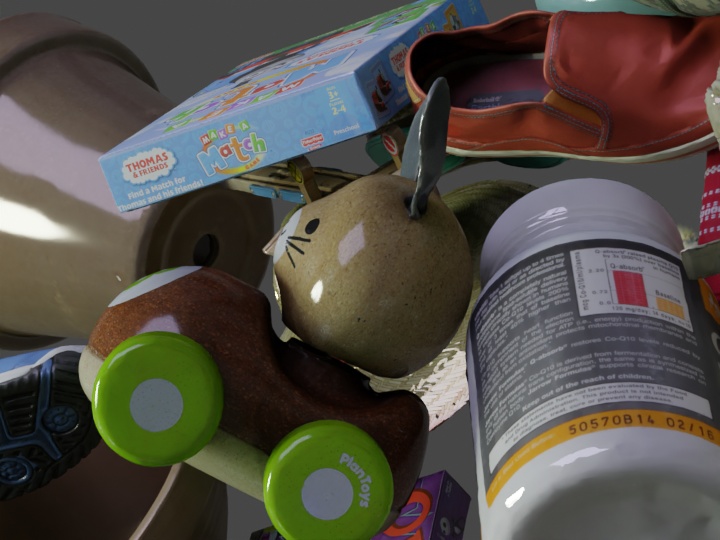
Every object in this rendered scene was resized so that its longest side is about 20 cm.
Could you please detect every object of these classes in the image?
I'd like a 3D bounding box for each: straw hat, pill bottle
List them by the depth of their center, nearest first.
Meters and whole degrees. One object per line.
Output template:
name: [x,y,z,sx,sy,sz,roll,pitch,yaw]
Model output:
pill bottle: [0.103,0.055,1.005,0.116,0.116,0.200,-30,32,20]
straw hat: [0.000,0.000,1.228,0.201,0.085,0.201,-29,32,20]

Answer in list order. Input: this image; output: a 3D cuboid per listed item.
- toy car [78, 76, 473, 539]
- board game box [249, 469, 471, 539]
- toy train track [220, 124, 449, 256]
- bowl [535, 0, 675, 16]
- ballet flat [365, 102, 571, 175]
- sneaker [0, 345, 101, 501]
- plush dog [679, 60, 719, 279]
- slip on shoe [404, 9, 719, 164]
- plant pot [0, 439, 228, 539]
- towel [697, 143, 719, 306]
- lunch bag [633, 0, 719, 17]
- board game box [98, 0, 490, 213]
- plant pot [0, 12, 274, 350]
toy car: [-0.016,0.003,1.042,0.200,0.158,0.164,-62,4,2]
board game box: [-0.019,0.186,1.068,0.120,0.032,0.200,-18,37,28]
toy train track: [-0.024,-0.053,1.218,0.115,0.033,0.200,-33,20,-22]
bowl: [0.166,-0.163,1.232,0.201,0.105,0.201,-29,33,21]
ballet flat: [0.065,-0.090,1.261,0.065,0.070,0.200,-58,24,-16]
sneaker: [-0.203,0.076,1.190,0.200,0.076,0.077,-24,38,25]
plush dog: [0.210,0.022,0.906,0.172,0.200,0.161,-86,18,-63]
slip on shoe: [0.110,-0.092,1.114,0.200,0.061,0.074,-2,63,28]
plant pot: [-0.135,0.144,1.191,0.201,0.093,0.201,-29,32,20]
towel: [0.222,-0.077,1.072,0.144,0.022,0.200,-10,60,39]
lunch bag: [0.176,-0.210,1.087,0.200,0.139,0.168,-35,13,-11]
board game box: [-0.029,-0.093,1.254,0.151,0.037,0.200,-17,13,24]
plant pot: [-0.146,-0.035,1.373,0.174,0.200,0.200,19,63,37]
